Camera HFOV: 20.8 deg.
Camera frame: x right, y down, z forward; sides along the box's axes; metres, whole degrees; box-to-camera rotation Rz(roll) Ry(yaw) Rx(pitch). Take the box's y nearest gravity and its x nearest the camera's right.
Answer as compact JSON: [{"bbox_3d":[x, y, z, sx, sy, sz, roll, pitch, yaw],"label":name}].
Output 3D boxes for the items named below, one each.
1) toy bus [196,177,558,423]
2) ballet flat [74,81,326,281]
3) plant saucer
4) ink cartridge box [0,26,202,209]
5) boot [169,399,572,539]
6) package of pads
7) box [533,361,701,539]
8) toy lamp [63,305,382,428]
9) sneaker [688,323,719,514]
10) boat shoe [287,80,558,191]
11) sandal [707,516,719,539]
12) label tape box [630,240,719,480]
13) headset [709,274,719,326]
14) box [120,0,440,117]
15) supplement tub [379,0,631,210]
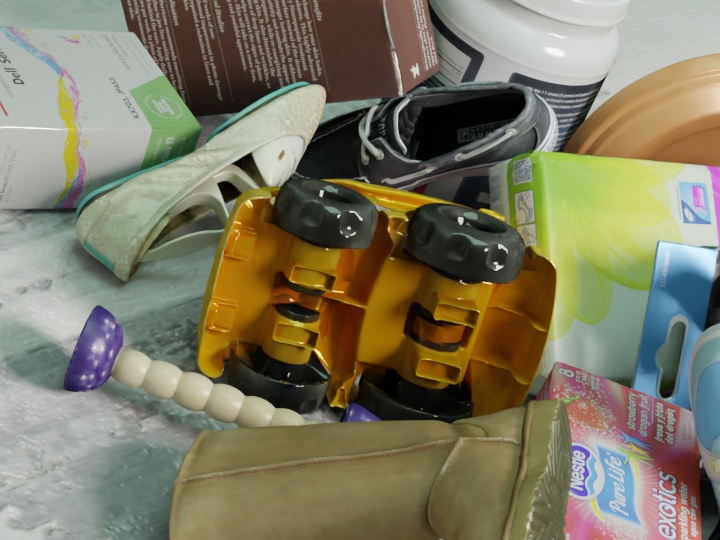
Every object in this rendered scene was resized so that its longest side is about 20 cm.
[{"bbox_3d":[0.000,0.000,1.200,0.200,0.136,0.192,12,20,-14],"label":"toy bus"},{"bbox_3d":[-0.089,-0.052,1.242,0.200,0.067,0.062,-32,70,-26],"label":"ballet flat"},{"bbox_3d":[0.237,-0.070,1.385,0.200,0.200,0.037,6,47,-27],"label":"plant saucer"},{"bbox_3d":[-0.217,-0.098,1.245,0.200,0.067,0.117,-3,41,-37],"label":"ink cartridge box"},{"bbox_3d":[0.000,0.129,0.975,0.200,0.066,0.175,-7,22,15],"label":"boot"},{"bbox_3d":[0.178,0.007,1.285,0.200,0.068,0.155,3,80,-31],"label":"package of pads"},{"bbox_3d":[0.123,0.154,1.067,0.095,0.100,0.200,22,32,-4],"label":"box"},{"bbox_3d":[-0.064,0.080,1.096,0.200,0.058,0.058,22,32,0],"label":"toy lamp"},{"bbox_3d":[0.215,0.135,1.026,0.200,0.079,0.131,67,27,-16],"label":"sneaker"},{"bbox_3d":[0.027,-0.086,1.296,0.068,0.200,0.072,37,50,-62],"label":"boat shoe"},{"bbox_3d":[0.226,0.176,1.153,0.200,0.048,0.075,-30,75,-38],"label":"sandal"},{"bbox_3d":[0.245,0.060,1.237,0.200,0.144,0.066,8,3,-23],"label":"label tape box"},{"bbox_3d":[0.280,0.063,1.111,0.094,0.124,0.200,-26,42,-16],"label":"headset"},{"bbox_3d":[-0.056,-0.165,1.327,0.200,0.100,0.075,-2,19,29],"label":"box"},{"bbox_3d":[0.097,-0.136,1.383,0.140,0.200,0.140,17,32,-11],"label":"supplement tub"}]
